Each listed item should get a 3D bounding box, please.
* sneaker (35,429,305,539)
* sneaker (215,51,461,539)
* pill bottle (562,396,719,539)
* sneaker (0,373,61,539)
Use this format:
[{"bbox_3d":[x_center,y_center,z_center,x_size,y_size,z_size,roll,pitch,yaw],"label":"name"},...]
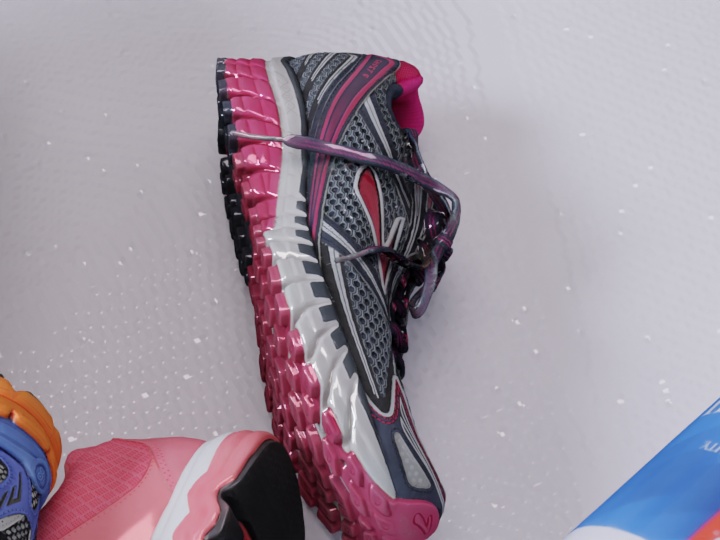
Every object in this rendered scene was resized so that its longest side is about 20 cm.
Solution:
[{"bbox_3d":[-0.089,0.131,0.757,0.086,0.074,0.201,7,49,27],"label":"sneaker"},{"bbox_3d":[0.000,0.000,0.835,0.074,0.081,0.201,-7,52,-7],"label":"sneaker"},{"bbox_3d":[0.116,0.101,0.735,0.112,0.113,0.200,37,62,26],"label":"pill bottle"},{"bbox_3d":[-0.183,0.091,0.745,0.199,0.076,0.079,-22,35,9],"label":"sneaker"}]
